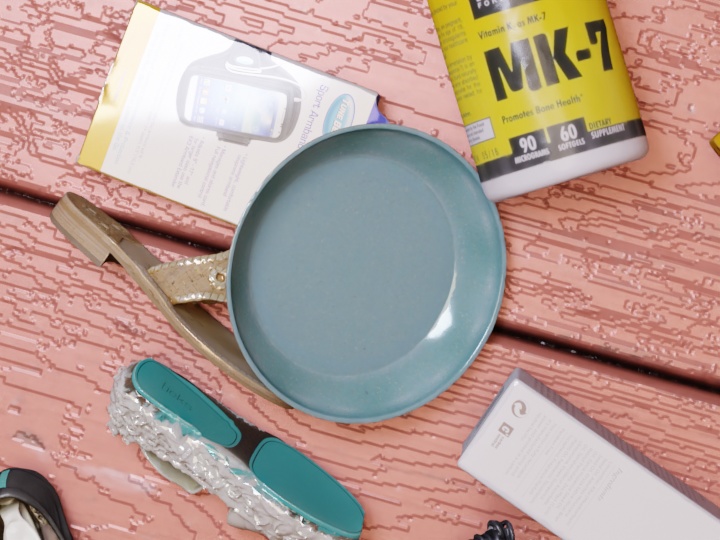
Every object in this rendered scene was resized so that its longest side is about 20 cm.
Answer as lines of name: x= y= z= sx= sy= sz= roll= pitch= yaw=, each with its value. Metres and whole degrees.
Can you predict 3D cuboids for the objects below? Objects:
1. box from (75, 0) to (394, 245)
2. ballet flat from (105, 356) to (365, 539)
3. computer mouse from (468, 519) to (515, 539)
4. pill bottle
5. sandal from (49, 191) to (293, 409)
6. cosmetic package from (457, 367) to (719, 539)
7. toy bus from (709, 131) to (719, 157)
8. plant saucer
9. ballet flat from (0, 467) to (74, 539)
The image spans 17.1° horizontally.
box: x=-0.078 y=-0.091 z=1.620 sx=0.199 sy=0.041 sz=0.119 roll=22 pitch=93 yaw=1
ballet flat: x=-0.088 y=0.134 z=1.622 sx=0.200 sy=0.072 sz=0.072 roll=36 pitch=94 yaw=4
computer mouse: x=0.159 y=0.218 z=1.534 sx=0.200 sy=0.141 sz=0.046 roll=26 pitch=69 yaw=41
pill bottle: x=0.108 y=-0.155 z=1.568 sx=0.114 sy=0.114 sz=0.201 roll=-17 pitch=90 yaw=4
sandal: x=-0.108 y=0.001 z=1.605 sx=0.212 sy=0.078 sz=0.070 roll=39 pitch=100 yaw=7
cosmetic package: x=0.164 y=0.151 z=1.579 sx=0.200 sy=0.101 sz=0.071 roll=35 pitch=94 yaw=3
toy bus: x=0.331 y=-0.120 z=1.579 sx=0.200 sy=0.065 sz=0.078 roll=-40 pitch=87 yaw=4
plant saucer: x=0.000 y=0.000 z=1.588 sx=0.199 sy=0.036 sz=0.201 roll=-5 pitch=103 yaw=-22
ballet flat: x=-0.208 y=0.230 z=1.622 sx=0.068 sy=0.068 sz=0.201 roll=-26 pitch=90 yaw=4
